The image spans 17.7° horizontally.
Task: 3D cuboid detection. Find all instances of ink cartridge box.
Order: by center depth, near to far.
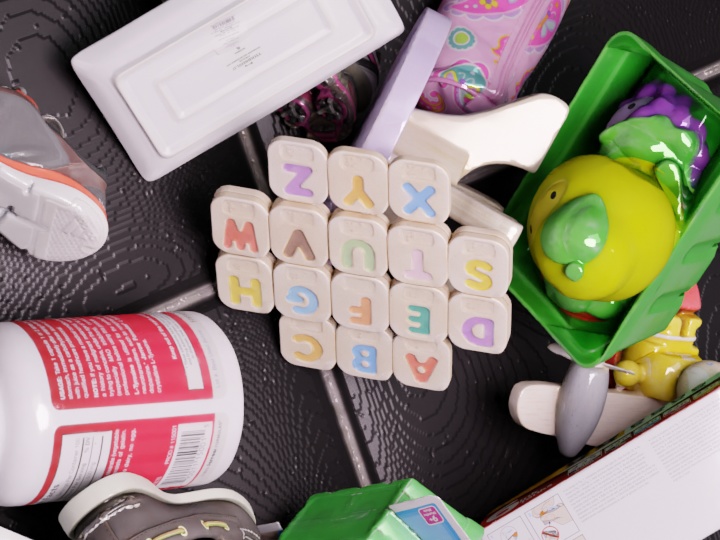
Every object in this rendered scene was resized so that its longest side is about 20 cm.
[{"bbox_3d":[0.187,0.153,1.569,0.200,0.176,0.084,-32,86,6],"label":"ink cartridge box"}]

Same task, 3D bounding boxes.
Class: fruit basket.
[{"bbox_3d":[0.036,0.235,1.508,0.094,0.185,0.200,-43,109,-39],"label":"fruit basket"},{"bbox_3d":[0.162,-0.041,1.535,0.215,0.156,0.216,-26,143,-22],"label":"fruit basket"}]

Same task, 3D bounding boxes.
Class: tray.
[{"bbox_3d":[-0.076,-0.142,1.489,0.200,0.022,0.108,-30,122,1],"label":"tray"}]

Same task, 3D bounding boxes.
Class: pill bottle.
[{"bbox_3d":[-0.181,0.085,1.415,0.200,0.112,0.113,-2,86,-35],"label":"pill bottle"}]

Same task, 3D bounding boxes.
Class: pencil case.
[{"bbox_3d":[0.106,-0.190,1.663,0.087,0.087,0.200,39,65,-25],"label":"pencil case"}]

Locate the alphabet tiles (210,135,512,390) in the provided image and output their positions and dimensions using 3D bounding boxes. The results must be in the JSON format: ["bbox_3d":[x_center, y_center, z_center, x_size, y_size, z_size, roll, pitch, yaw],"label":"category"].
[{"bbox_3d":[0.000,0.000,1.500,0.015,0.199,0.196,-68,163,-46],"label":"alphabet tiles"}]

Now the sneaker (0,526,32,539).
[{"bbox_3d":[-0.242,0.224,1.386,0.200,0.081,0.147,29,78,-33],"label":"sneaker"}]

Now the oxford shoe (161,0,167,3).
[{"bbox_3d":[-0.142,-0.240,1.515,0.075,0.058,0.200,-55,130,-33],"label":"oxford shoe"}]

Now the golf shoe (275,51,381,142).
[{"bbox_3d":[-0.043,-0.187,1.553,0.092,0.072,0.200,-59,140,-37],"label":"golf shoe"}]

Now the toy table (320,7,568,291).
[{"bbox_3d":[0.048,-0.059,1.549,0.117,0.184,0.200,28,106,-5],"label":"toy table"}]

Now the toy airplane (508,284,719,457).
[{"bbox_3d":[0.215,0.102,1.674,0.200,0.141,0.199,-44,110,-30],"label":"toy airplane"}]

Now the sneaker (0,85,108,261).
[{"bbox_3d":[-0.239,-0.084,1.432,0.200,0.077,0.082,39,38,-27],"label":"sneaker"}]

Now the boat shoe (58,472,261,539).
[{"bbox_3d":[-0.114,0.174,1.435,0.061,0.072,0.201,54,14,24],"label":"boat shoe"}]
